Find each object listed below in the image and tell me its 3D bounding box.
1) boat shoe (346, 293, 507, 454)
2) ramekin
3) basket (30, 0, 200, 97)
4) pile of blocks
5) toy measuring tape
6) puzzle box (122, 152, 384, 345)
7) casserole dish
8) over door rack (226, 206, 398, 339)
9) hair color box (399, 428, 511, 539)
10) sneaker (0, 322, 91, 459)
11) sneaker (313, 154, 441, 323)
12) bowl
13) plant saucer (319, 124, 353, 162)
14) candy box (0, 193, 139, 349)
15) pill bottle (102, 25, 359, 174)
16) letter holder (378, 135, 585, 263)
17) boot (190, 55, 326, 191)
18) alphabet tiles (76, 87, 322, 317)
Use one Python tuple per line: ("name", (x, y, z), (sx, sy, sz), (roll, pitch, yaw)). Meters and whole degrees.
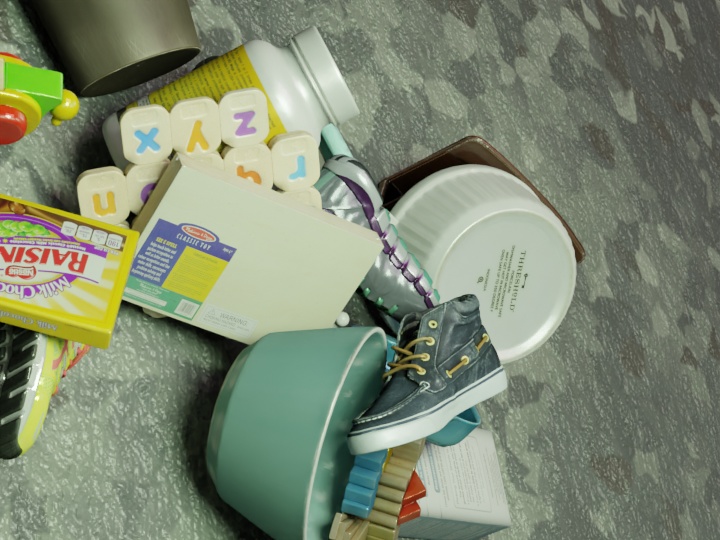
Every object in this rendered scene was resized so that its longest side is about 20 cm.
("boat shoe", (0.045, 0.085, 1.392), (0.200, 0.071, 0.091), (-24, 97, -51))
("ramekin", (0.118, 0.003, 1.622), (0.202, 0.202, 0.094), (41, -3, -29))
("basket", (-0.224, -0.262, 1.433), (0.180, 0.136, 0.200), (-22, 90, -54))
("pile of blocks", (0.017, 0.208, 1.411), (0.082, 0.062, 0.200), (37, 68, -78))
("toy measuring tape", (-0.319, -0.141, 1.302), (0.200, 0.074, 0.074), (9, 59, -25))
("puzzle box", (-0.096, -0.007, 1.381), (0.200, 0.133, 0.025), (22, 24, -29))
("casserole dish", (0.042, 0.109, 1.541), (0.121, 0.039, 0.200), (25, 12, -14))
("over door rack", (-0.059, -0.021, 1.483), (0.148, 0.067, 0.200), (45, 67, -27))
("hair color box", (0.053, 0.194, 1.560), (0.200, 0.061, 0.099), (16, 55, -48))
("sneaker", (-0.237, 0.056, 1.253), (0.090, 0.078, 0.200), (39, 42, -41))
("sneaker", (0.000, 0.000, 1.467), (0.087, 0.074, 0.200), (-35, 106, -16))
("bowl", (-0.058, 0.131, 1.373), (0.201, 0.105, 0.201), (14, 90, -77))
("plant saucer", (-0.034, -0.111, 1.644), (0.019, 0.070, 0.200), (-29, 93, -29))
("candy box", (-0.268, -0.012, 1.209), (0.200, 0.026, 0.102), (15, 51, -7))
("pill bottle", (-0.107, -0.124, 1.411), (0.113, 0.200, 0.112), (62, 3, -5))
("letter holder", (0.126, -0.024, 1.725), (0.200, 0.142, 0.101), (45, 38, -26))
("boot", (-0.088, -0.114, 1.578), (0.131, 0.068, 0.200), (-34, 106, -58))
("alphabet tiles", (-0.130, -0.055, 1.367), (0.015, 0.200, 0.196), (-121, -157, -55))
